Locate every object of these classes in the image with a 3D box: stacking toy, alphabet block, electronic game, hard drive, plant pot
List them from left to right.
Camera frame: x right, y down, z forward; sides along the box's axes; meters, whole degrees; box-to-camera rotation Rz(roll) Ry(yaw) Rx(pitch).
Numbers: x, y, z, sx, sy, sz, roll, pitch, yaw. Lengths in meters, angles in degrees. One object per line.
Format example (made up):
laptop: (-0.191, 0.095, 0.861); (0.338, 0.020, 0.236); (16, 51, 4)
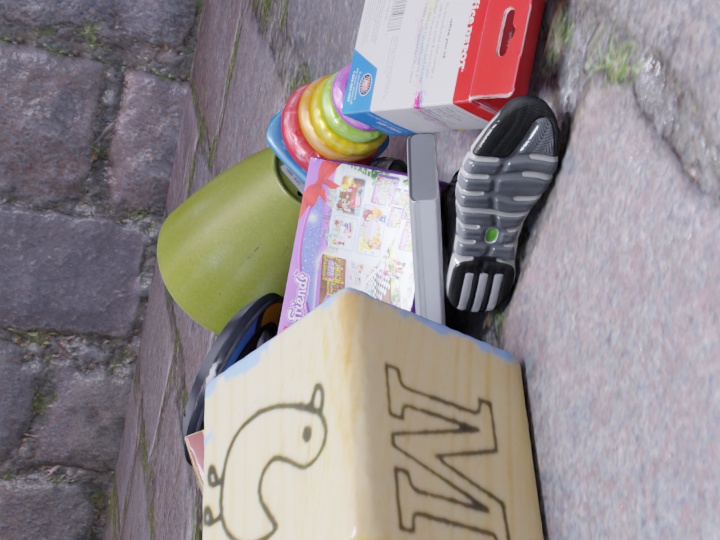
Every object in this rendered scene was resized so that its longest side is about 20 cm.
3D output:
electronic game: (-0.128, 0.116, 1.429); (0.200, 0.042, 0.200); (-60, -13, -24)
plant pot: (-0.097, -0.050, 1.483); (0.200, 0.187, 0.188); (-44, 40, 47)
stacking toy: (-0.003, -0.160, 1.336); (0.116, 0.110, 0.200); (-48, 7, -26)
alphabet block: (0.007, 0.164, 1.047); (0.195, 0.196, 0.200); (-37, 45, 39)
hard drive: (0.059, -0.001, 1.187); (0.132, 0.026, 0.200); (-88, -6, -61)

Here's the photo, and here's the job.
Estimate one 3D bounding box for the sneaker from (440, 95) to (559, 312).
sneaker: (0.102, -0.074, 1.132); (0.116, 0.075, 0.200); (-102, 23, -54)

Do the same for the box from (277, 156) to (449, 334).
box: (0.000, 0.000, 1.311); (0.039, 0.137, 0.201); (0, -78, -65)

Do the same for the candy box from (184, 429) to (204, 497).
candy box: (-0.122, 0.224, 1.322); (0.200, 0.055, 0.116); (103, 145, -71)

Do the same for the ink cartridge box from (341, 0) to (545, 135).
ink cartridge box: (0.082, -0.182, 1.153); (0.200, 0.067, 0.116); (3, 77, 48)

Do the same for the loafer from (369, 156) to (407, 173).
loafer: (0.039, -0.020, 1.365); (0.072, 0.073, 0.201); (-11, 74, 43)
